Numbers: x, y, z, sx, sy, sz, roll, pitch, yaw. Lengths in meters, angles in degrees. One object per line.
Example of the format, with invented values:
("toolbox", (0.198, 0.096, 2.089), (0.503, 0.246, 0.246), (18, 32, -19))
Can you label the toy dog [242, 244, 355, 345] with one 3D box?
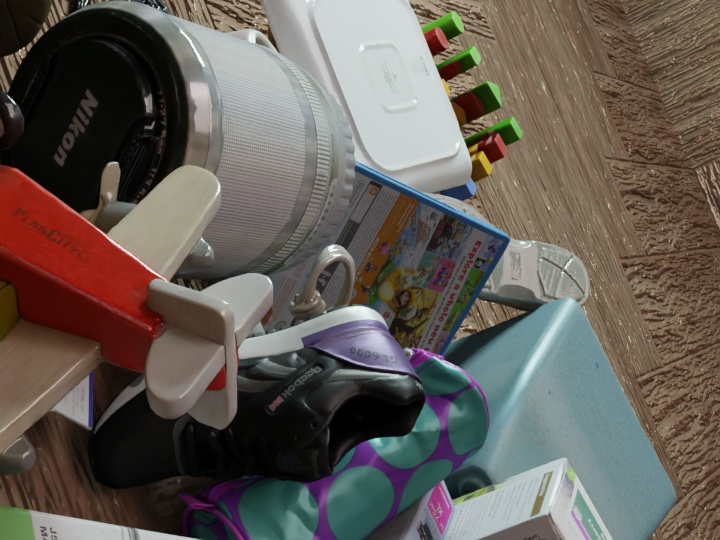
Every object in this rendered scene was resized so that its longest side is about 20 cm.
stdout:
("toy dog", (-0.071, 0.063, 0.966), (0.132, 0.096, 0.200), (-36, 138, -30))

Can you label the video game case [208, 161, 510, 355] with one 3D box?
("video game case", (0.000, 0.000, 1.072), (0.200, 0.143, 0.018), (23, 12, -31))

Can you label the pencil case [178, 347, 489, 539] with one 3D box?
("pencil case", (-0.015, 0.127, 0.922), (0.200, 0.085, 0.093), (-34, 117, -28))

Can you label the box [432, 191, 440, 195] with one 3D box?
("box", (0.006, -0.064, 1.174), (0.156, 0.041, 0.201), (26, 52, -44))

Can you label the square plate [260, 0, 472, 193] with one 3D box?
("square plate", (0.014, -0.153, 1.174), (0.198, 0.028, 0.201), (-20, 88, -55))

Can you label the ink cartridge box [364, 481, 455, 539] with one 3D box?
("ink cartridge box", (-0.017, 0.202, 0.921), (0.042, 0.119, 0.200), (65, 22, -12))

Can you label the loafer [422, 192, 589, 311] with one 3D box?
("loafer", (0.093, -0.004, 1.174), (0.199, 0.063, 0.072), (20, 64, -28))

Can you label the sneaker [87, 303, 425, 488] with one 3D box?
("sneaker", (-0.058, 0.088, 0.850), (0.088, 0.199, 0.076), (54, -20, 44))

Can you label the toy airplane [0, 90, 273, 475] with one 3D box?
("toy airplane", (-0.145, 0.021, 0.719), (0.199, 0.141, 0.200), (0, 51, -29))

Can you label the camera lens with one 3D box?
("camera lens", (-0.114, -0.075, 0.922), (0.200, 0.160, 0.161), (7, 61, -59))

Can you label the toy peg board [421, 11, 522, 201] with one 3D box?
("toy peg board", (0.080, -0.164, 1.510), (0.200, 0.098, 0.199), (58, 24, -15))

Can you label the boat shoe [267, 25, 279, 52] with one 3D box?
("boat shoe", (-0.026, -0.159, 1.323), (0.201, 0.071, 0.069), (71, 20, -7))

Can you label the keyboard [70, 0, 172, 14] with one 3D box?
("keyboard", (-0.172, -0.154, 1.065), (0.127, 0.021, 0.200), (44, 30, -40))

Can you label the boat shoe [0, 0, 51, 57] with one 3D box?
("boat shoe", (-0.266, -0.154, 0.817), (0.066, 0.072, 0.201), (42, 29, 22))

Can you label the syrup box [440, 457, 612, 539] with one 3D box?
("syrup box", (0.068, 0.209, 0.992), (0.079, 0.200, 0.081), (60, 24, -11))

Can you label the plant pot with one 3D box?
("plant pot", (0.100, 0.170, 1.128), (0.197, 0.195, 0.200), (62, 30, -8))

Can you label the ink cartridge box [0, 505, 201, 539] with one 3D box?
("ink cartridge box", (-0.142, 0.201, 0.702), (0.200, 0.084, 0.146), (25, 45, -56))

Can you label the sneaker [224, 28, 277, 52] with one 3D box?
("sneaker", (-0.077, -0.082, 1.074), (0.075, 0.104, 0.201), (-32, 104, -74))

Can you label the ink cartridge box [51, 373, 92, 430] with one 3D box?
("ink cartridge box", (-0.220, 0.014, 0.779), (0.200, 0.037, 0.095), (36, 37, -45))
